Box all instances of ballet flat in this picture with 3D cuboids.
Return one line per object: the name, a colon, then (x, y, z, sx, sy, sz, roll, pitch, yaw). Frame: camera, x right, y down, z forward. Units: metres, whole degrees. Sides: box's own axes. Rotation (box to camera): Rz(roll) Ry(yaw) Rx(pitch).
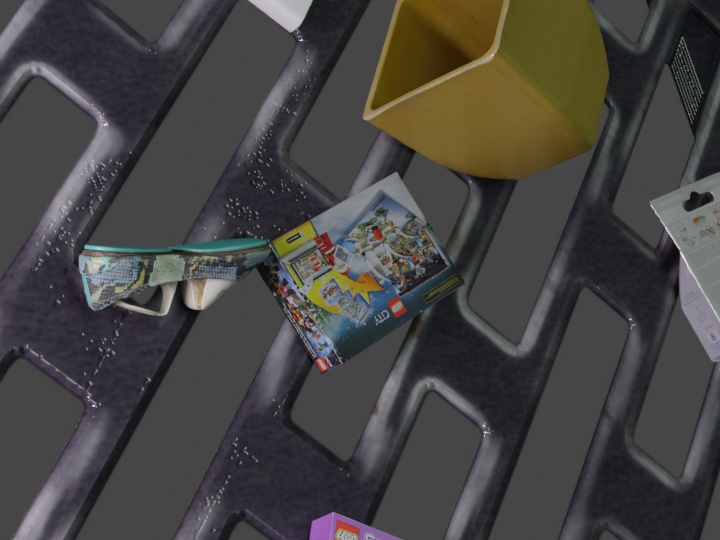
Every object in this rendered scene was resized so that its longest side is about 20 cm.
ballet flat: (-0.169, 0.007, 1.589, 0.200, 0.074, 0.074, -3, 71, -37)

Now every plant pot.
plant pot: (0.154, -0.208, 1.856, 0.200, 0.195, 0.195, 38, 51, -29)

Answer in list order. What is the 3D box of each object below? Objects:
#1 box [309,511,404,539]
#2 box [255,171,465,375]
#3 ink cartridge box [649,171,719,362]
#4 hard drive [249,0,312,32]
box: (0.036, 0.321, 1.606, 0.200, 0.039, 0.137, 26, 56, -26)
box: (0.000, 0.000, 1.730, 0.200, 0.038, 0.137, -31, 89, -42)
ink cartridge box: (0.426, -0.007, 2.064, 0.160, 0.047, 0.200, -22, 78, -41)
hard drive: (-0.124, -0.355, 1.809, 0.200, 0.026, 0.132, 36, 52, -19)
